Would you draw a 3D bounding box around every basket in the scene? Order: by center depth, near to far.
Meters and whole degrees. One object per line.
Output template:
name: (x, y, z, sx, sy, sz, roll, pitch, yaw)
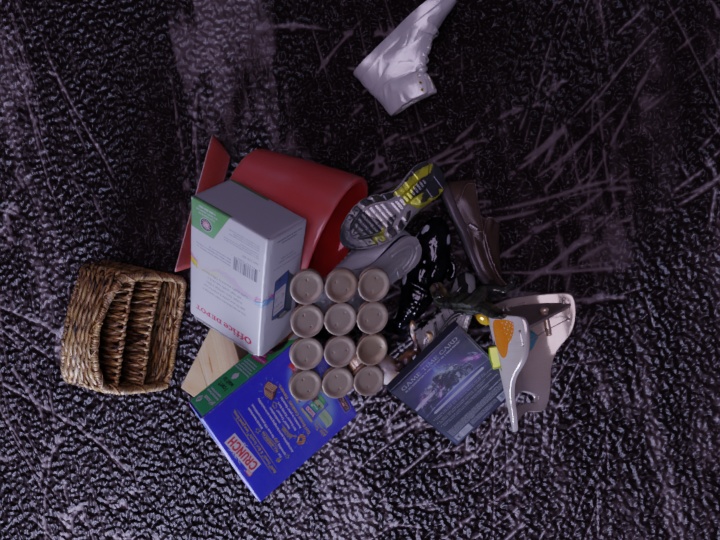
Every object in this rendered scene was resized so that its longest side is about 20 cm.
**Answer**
basket: (-0.383, 0.096, 1.132, 0.146, 0.143, 0.205, 13, 95, 6)

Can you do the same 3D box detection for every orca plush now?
orca plush: (0.088, 0.012, 1.112, 0.104, 0.071, 0.202, 37, 96, 3)

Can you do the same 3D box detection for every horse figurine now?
horse figurine: (0.043, 0.134, 1.077, 0.195, 0.050, 0.135, 11, 116, 5)

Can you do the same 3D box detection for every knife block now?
knife block: (-0.185, 0.185, 1.109, 0.174, 0.064, 0.202, 31, 108, 3)

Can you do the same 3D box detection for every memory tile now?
memory tile: (-0.031, 0.092, 1.011, 0.150, 0.017, 0.205, -3, 109, -16)

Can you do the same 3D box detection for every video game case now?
video game case: (0.148, 0.180, 1.082, 0.143, 0.019, 0.200, -43, 126, 6)

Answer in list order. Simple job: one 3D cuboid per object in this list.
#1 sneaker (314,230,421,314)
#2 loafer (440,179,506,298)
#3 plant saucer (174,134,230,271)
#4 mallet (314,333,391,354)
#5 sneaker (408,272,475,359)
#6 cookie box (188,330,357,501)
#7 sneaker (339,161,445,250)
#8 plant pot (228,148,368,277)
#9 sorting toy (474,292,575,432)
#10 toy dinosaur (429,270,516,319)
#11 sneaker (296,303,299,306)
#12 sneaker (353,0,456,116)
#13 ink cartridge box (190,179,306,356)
sneaker: (0.000, 0.000, 1.087, 0.198, 0.080, 0.077, -31, 130, -17)
loafer: (0.191, -0.054, 1.096, 0.070, 0.073, 0.203, -24, 91, 6)
plant saucer: (-0.239, -0.104, 1.086, 0.036, 0.200, 0.204, 15, 95, -12)
mallet: (-0.048, 0.132, 1.139, 0.195, 0.041, 0.068, 4, 98, -1)
sneaker: (0.123, 0.094, 1.111, 0.086, 0.076, 0.204, 19, 94, 4)
cookie box: (-0.129, 0.209, 1.056, 0.199, 0.075, 0.173, -37, 114, -20)
sneaker: (0.048, -0.086, 1.077, 0.198, 0.085, 0.075, -34, 83, -20)
plant pot: (-0.109, -0.086, 1.078, 0.175, 0.200, 0.204, 27, 96, 12)
sorting toy: (0.249, 0.140, 1.059, 0.105, 0.198, 0.185, -2, 96, 36)
toy dinosaur: (0.179, 0.039, 1.013, 0.087, 0.199, 0.048, -30, 107, -20)
sneaker: (-0.144, 0.050, 1.136, 0.195, 0.077, 0.083, 5, 101, 6)
sneaker: (0.096, -0.336, 1.096, 0.199, 0.074, 0.116, -41, 90, 17)
ink cartridge box: (-0.165, -0.002, 0.990, 0.143, 0.087, 0.204, 27, 126, 24)
